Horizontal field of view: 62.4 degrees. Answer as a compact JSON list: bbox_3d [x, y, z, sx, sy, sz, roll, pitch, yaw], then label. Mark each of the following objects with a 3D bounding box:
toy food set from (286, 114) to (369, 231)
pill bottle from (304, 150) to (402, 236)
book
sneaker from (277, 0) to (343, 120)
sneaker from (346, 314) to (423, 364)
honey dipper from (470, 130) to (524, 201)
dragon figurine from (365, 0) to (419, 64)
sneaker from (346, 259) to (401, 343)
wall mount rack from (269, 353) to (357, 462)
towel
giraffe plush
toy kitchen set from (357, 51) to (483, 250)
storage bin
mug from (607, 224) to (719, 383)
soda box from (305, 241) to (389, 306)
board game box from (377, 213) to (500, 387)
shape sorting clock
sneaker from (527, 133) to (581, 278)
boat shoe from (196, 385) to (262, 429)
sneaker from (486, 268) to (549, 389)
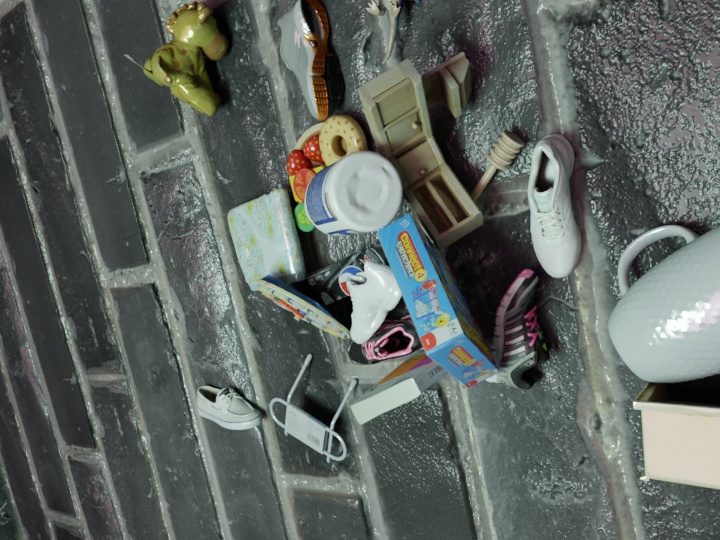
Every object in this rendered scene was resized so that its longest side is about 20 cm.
[{"bbox_3d":[-0.053,-0.160,1.051,0.198,0.048,0.201,-11,96,36],"label":"toy food set"},{"bbox_3d":[-0.022,-0.110,0.905,0.200,0.109,0.113,-179,74,-70],"label":"pill bottle"},{"bbox_3d":[0.088,0.167,0.944,0.133,0.199,0.049,-34,82,36],"label":"book"},{"bbox_3d":[-0.092,-0.353,1.020,0.091,0.075,0.203,-10,89,44],"label":"sneaker"},{"bbox_3d":[0.040,0.127,1.035,0.199,0.095,0.080,-24,90,38],"label":"sneaker"},{"bbox_3d":[0.178,-0.118,0.907,0.038,0.038,0.201,42,124,18],"label":"honey dipper"},{"bbox_3d":[0.053,-0.426,0.897,0.058,0.100,0.202,6,125,32],"label":"dragon figurine"},{"bbox_3d":[0.009,0.046,0.981,0.088,0.076,0.201,30,141,0],"label":"sneaker"},{"bbox_3d":[-0.085,0.276,1.180,0.198,0.074,0.176,24,118,28],"label":"wall mount rack"},{"bbox_3d":[-0.183,-0.053,1.146,0.199,0.048,0.174,-9,98,51],"label":"towel"},{"bbox_3d":[-0.321,-0.414,1.120,0.172,0.200,0.163,33,90,27],"label":"giraffe plush"},{"bbox_3d":[0.122,-0.177,0.832,0.162,0.200,0.182,-31,65,1],"label":"toy kitchen set"},{"bbox_3d":[0.447,0.183,0.698,0.198,0.197,0.095,-3,93,35],"label":"storage bin"},{"bbox_3d":[0.398,0.034,0.737,0.175,0.146,0.202,-40,46,33],"label":"mug"},{"bbox_3d":[0.000,0.000,1.042,0.198,0.070,0.064,-24,92,37],"label":"soda box"},{"bbox_3d":[0.115,0.049,0.857,0.055,0.200,0.198,-29,59,13],"label":"board game box"},{"bbox_3d":[-0.105,0.073,1.076,0.198,0.200,0.040,29,80,26],"label":"shape sorting clock"},{"bbox_3d":[0.262,-0.085,0.831,0.070,0.080,0.204,-2,103,33],"label":"sneaker"},{"bbox_3d":[-0.300,0.301,1.340,0.198,0.070,0.071,7,109,41],"label":"boat shoe"},{"bbox_3d":[0.248,0.096,0.893,0.087,0.073,0.203,22,119,29],"label":"sneaker"}]
